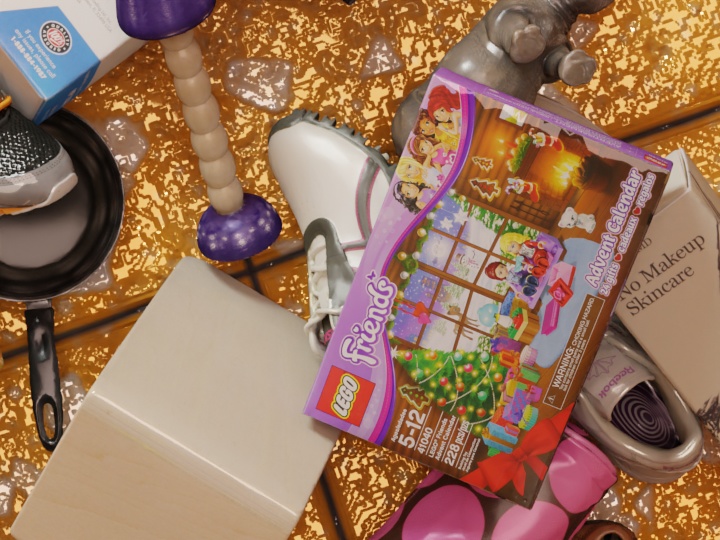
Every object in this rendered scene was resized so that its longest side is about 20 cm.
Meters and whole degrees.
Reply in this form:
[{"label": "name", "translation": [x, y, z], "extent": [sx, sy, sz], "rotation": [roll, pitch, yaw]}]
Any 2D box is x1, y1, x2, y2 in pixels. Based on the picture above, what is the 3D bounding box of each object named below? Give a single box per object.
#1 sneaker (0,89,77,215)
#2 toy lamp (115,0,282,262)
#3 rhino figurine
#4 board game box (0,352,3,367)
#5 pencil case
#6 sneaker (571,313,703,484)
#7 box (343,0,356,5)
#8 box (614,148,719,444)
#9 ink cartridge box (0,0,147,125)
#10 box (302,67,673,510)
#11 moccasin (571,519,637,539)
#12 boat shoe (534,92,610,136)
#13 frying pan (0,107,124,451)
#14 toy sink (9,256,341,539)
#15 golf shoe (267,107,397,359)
[{"label": "sneaker", "translation": [-0.240, -0.099, 1.426], "extent": [0.199, 0.078, 0.078], "rotation": [31, 41, 18]}, {"label": "toy lamp", "translation": [-0.092, -0.098, 1.425], "extent": [0.058, 0.058, 0.201], "rotation": [-20, 124, -5]}, {"label": "rhino figurine", "translation": [0.091, -0.123, 1.442], "extent": [0.060, 0.087, 0.200], "rotation": [43, 86, -21]}, {"label": "board game box", "translation": [-0.288, 0.082, 1.426], "extent": [0.200, 0.096, 0.030], "rotation": [-39, 120, 5]}, {"label": "pencil case", "translation": [0.052, 0.158, 1.454], "extent": [0.200, 0.091, 0.094], "rotation": [-47, 58, -3]}, {"label": "sneaker", "translation": [0.125, 0.038, 1.463], "extent": [0.200, 0.100, 0.075], "rotation": [43, 86, 1]}, {"label": "box", "translation": [-0.044, -0.263, 1.463], "extent": [0.200, 0.036, 0.143], "rotation": [38, 57, -7]}, {"label": "box", "translation": [0.208, 0.037, 1.437], "extent": [0.082, 0.068, 0.200], "rotation": [-37, 107, 15]}, {"label": "ink cartridge box", "translation": [-0.143, -0.189, 1.464], "extent": [0.200, 0.067, 0.116], "rotation": [-39, 90, -20]}, {"label": "box", "translation": [0.067, 0.010, 1.377], "extent": [0.136, 0.039, 0.201], "rotation": [22, 103, 4]}, {"label": "moccasin", "translation": [0.136, 0.244, 1.460], "extent": [0.073, 0.078, 0.203], "rotation": [9, 86, -3]}, {"label": "boat shoe", "translation": [0.134, -0.047, 1.483], "extent": [0.199, 0.070, 0.071], "rotation": [34, 85, -1]}, {"label": "frying pan", "translation": [-0.174, -0.006, 1.479], "extent": [0.114, 0.031, 0.191], "rotation": [-29, 89, -2]}, {"label": "toy sink", "translation": [-0.092, 0.100, 1.428], "extent": [0.130, 0.200, 0.112], "rotation": [31, 115, -3]}, {"label": "golf shoe", "translation": [0.000, 0.000, 1.451], "extent": [0.088, 0.077, 0.201], "rotation": [-31, 81, -32]}]
